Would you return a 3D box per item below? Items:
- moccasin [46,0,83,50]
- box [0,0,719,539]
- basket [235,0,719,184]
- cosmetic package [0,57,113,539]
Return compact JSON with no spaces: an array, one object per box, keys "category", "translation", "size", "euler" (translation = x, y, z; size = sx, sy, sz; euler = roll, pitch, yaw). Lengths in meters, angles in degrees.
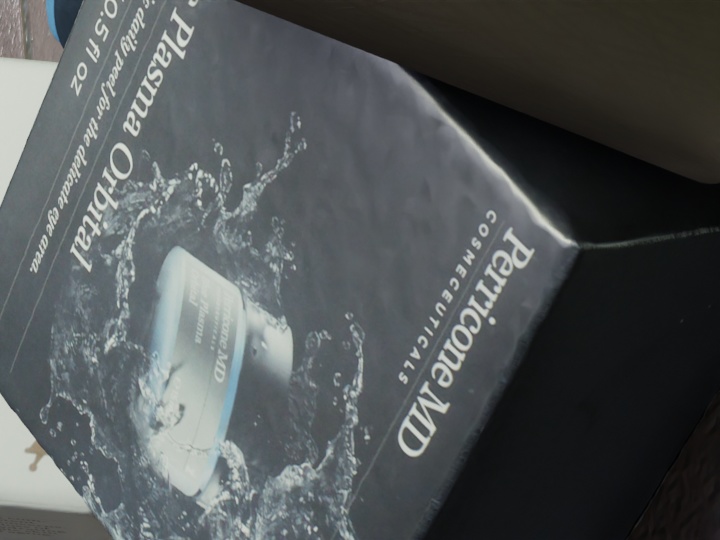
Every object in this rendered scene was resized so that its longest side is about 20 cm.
[{"category":"moccasin","translation":[-0.045,-0.138,0.882],"size":[0.068,0.080,0.201],"euler":[46,124,24]},{"category":"box","translation":[0.000,0.000,0.773],"size":[0.200,0.117,0.197],"euler":[47,126,30]},{"category":"basket","translation":[0.027,-0.116,0.636],"size":[0.180,0.199,0.137],"euler":[-50,17,51]},{"category":"cosmetic package","translation":[-0.157,0.020,1.031],"size":[0.200,0.166,0.168],"euler":[79,-163,-78]}]
